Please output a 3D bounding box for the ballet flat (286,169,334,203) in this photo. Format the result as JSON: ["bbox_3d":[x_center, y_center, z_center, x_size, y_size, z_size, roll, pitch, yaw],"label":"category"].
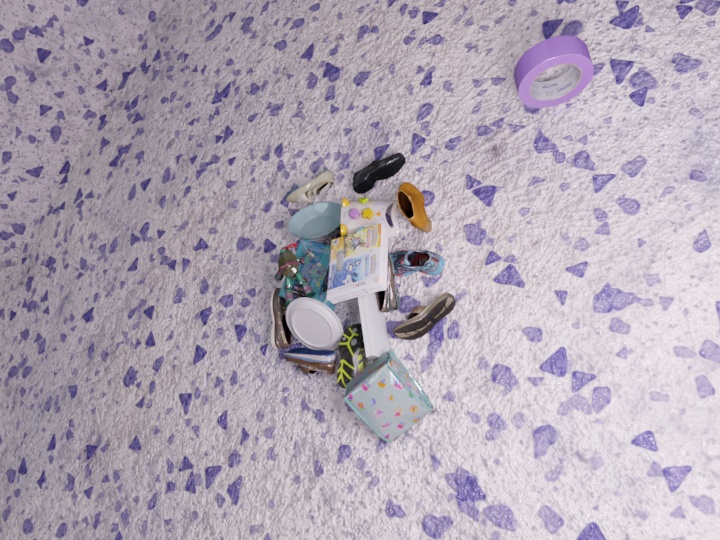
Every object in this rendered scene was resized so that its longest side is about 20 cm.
[{"bbox_3d":[-0.169,-0.271,1.933,0.198,0.069,0.071,-31,60,19],"label":"ballet flat"}]

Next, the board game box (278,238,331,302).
[{"bbox_3d":[-0.158,0.011,1.790,0.149,0.047,0.204,16,79,34],"label":"board game box"}]

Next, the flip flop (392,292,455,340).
[{"bbox_3d":[0.176,0.123,1.574,0.199,0.081,0.058,-40,40,12],"label":"flip flop"}]

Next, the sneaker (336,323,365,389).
[{"bbox_3d":[-0.020,0.255,1.650,0.074,0.076,0.204,-5,60,33],"label":"sneaker"}]

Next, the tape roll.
[{"bbox_3d":[0.515,-0.527,1.507,0.197,0.199,0.067,-19,65,25],"label":"tape roll"}]

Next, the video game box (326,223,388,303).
[{"bbox_3d":[-0.008,-0.020,1.609,0.179,0.047,0.204,-15,54,26],"label":"video game box"}]

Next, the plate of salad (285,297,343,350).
[{"bbox_3d":[-0.137,0.162,1.712,0.196,0.203,0.048,-4,29,31],"label":"plate of salad"}]

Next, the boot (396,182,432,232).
[{"bbox_3d":[0.142,-0.211,1.665,0.070,0.144,0.204,-34,59,16],"label":"boot"}]

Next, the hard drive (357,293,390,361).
[{"bbox_3d":[0.040,0.158,1.607,0.026,0.131,0.204,-19,64,22],"label":"hard drive"}]

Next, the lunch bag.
[{"bbox_3d":[0.079,0.347,1.517,0.170,0.122,0.201,-40,99,12],"label":"lunch bag"}]

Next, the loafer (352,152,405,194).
[{"bbox_3d":[0.054,-0.327,1.807,0.197,0.073,0.073,-27,57,20],"label":"loafer"}]

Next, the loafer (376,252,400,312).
[{"bbox_3d":[0.063,0.022,1.637,0.071,0.062,0.204,-17,87,58],"label":"loafer"}]

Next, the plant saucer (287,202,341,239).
[{"bbox_3d":[-0.139,-0.153,1.848,0.196,0.039,0.203,-10,39,8],"label":"plant saucer"}]

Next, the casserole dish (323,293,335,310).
[{"bbox_3d":[-0.161,0.080,1.818,0.199,0.039,0.122,34,93,35],"label":"casserole dish"}]

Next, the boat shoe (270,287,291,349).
[{"bbox_3d":[-0.254,0.153,1.833,0.058,0.072,0.205,-9,73,22],"label":"boat shoe"}]

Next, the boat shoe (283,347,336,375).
[{"bbox_3d":[-0.159,0.282,1.722,0.197,0.072,0.074,0,99,40],"label":"boat shoe"}]

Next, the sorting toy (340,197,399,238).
[{"bbox_3d":[0.034,-0.157,1.736,0.176,0.107,0.204,-7,59,13],"label":"sorting toy"}]

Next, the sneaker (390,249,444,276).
[{"bbox_3d":[0.140,-0.034,1.633,0.196,0.095,0.081,-4,71,32],"label":"sneaker"}]

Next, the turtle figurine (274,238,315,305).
[{"bbox_3d":[-0.213,-0.001,1.744,0.148,0.100,0.203,-27,65,17],"label":"turtle figurine"}]
